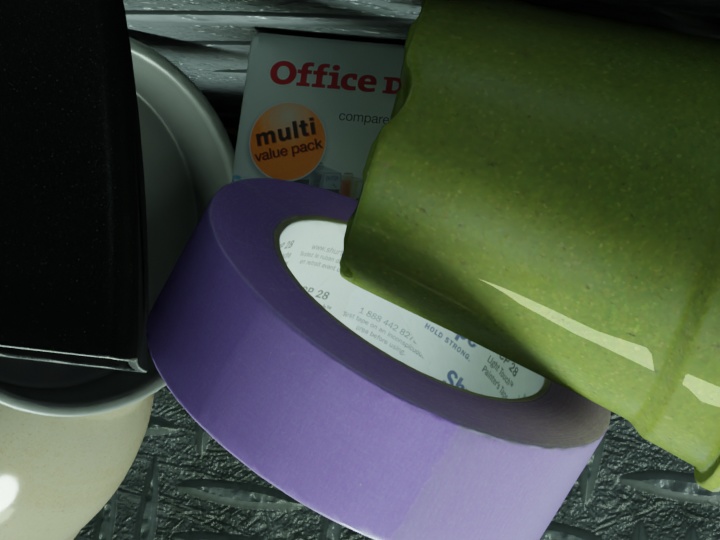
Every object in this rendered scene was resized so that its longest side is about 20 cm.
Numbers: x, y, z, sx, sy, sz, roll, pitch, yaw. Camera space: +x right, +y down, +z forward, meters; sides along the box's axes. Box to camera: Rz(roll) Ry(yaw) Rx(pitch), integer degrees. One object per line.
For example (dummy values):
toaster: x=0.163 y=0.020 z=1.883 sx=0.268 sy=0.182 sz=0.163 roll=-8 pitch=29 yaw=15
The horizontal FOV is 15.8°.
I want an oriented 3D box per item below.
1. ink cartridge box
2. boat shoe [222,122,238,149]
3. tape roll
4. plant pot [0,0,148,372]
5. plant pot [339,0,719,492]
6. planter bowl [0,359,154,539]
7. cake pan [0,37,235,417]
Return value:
ink cartridge box: x=0.013 y=-0.008 z=1.322 sx=0.144 sy=0.201 sz=0.145 roll=6 pitch=173 yaw=11
boat shoe: x=-0.130 y=-0.071 z=1.630 sx=0.199 sy=0.076 sz=0.072 roll=-2 pitch=-177 yaw=-44
tape roll: x=0.008 y=0.041 z=1.136 sx=0.199 sy=0.066 sz=0.200 roll=27 pitch=-161 yaw=-10
plant pot: x=-0.181 y=-0.056 z=1.128 sx=0.199 sy=0.178 sz=0.200 roll=8 pitch=177 yaw=-3
plant pot: x=0.095 y=-0.031 z=1.093 sx=0.183 sy=0.201 sz=0.200 roll=19 pitch=176 yaw=1
planter bowl: x=-0.191 y=0.050 z=1.435 sx=0.200 sy=0.201 sz=0.135 roll=11 pitch=141 yaw=-46
cake pan: x=-0.155 y=-0.026 z=1.335 sx=0.199 sy=0.201 sz=0.037 roll=9 pitch=176 yaw=-28
